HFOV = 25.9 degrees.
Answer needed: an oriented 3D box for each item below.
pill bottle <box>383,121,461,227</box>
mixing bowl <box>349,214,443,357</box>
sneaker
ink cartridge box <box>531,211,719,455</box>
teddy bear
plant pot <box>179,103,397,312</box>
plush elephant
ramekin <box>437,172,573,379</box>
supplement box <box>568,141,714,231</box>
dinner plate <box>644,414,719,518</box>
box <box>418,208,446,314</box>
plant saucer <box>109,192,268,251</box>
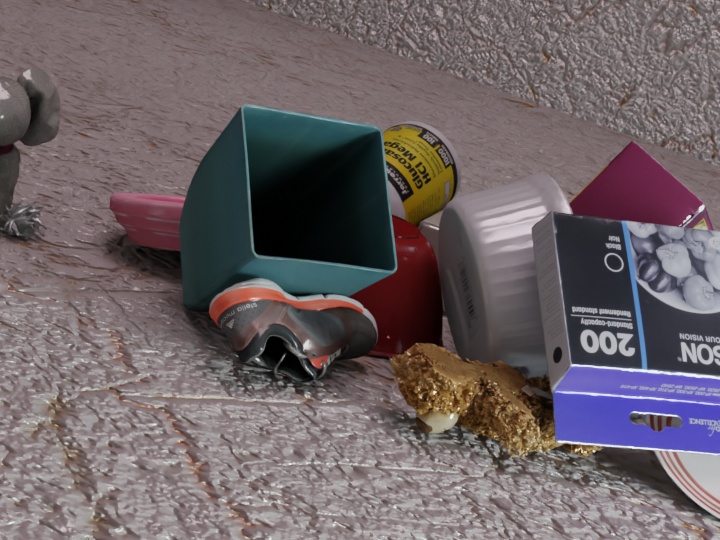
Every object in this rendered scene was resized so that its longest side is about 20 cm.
[{"bbox_3d":[0.021,-0.081,1.724,0.112,0.113,0.200,21,35,22],"label":"pill bottle"},{"bbox_3d":[0.000,0.000,1.552,0.199,0.109,0.200,14,15,-4],"label":"mixing bowl"},{"bbox_3d":[-0.052,0.068,1.362,0.200,0.077,0.082,14,47,-49],"label":"sneaker"},{"bbox_3d":[0.251,0.054,1.335,0.197,0.201,0.043,6,-25,-19],"label":"ink cartridge box"},{"bbox_3d":[0.115,0.120,1.337,0.200,0.067,0.145,10,23,-46],"label":"teddy bear"},{"bbox_3d":[-0.083,-0.036,1.415,0.141,0.142,0.200,7,-23,-30],"label":"plant pot"},{"bbox_3d":[-0.385,-0.133,1.544,0.199,0.155,0.165,20,15,19],"label":"plush elephant"},{"bbox_3d":[0.140,0.015,1.461,0.097,0.201,0.201,-10,20,-10],"label":"ramekin"},{"bbox_3d":[0.277,-0.021,1.566,0.103,0.131,0.200,47,1,25],"label":"supplement box"},{"bbox_3d":[0.341,0.153,1.364,0.199,0.024,0.201,8,46,-8],"label":"dinner plate"},{"bbox_3d":[0.115,-0.017,1.765,0.077,0.095,0.200,19,16,13],"label":"box"},{"bbox_3d":[-0.158,-0.046,1.606,0.200,0.051,0.201,5,5,0],"label":"plant saucer"}]
